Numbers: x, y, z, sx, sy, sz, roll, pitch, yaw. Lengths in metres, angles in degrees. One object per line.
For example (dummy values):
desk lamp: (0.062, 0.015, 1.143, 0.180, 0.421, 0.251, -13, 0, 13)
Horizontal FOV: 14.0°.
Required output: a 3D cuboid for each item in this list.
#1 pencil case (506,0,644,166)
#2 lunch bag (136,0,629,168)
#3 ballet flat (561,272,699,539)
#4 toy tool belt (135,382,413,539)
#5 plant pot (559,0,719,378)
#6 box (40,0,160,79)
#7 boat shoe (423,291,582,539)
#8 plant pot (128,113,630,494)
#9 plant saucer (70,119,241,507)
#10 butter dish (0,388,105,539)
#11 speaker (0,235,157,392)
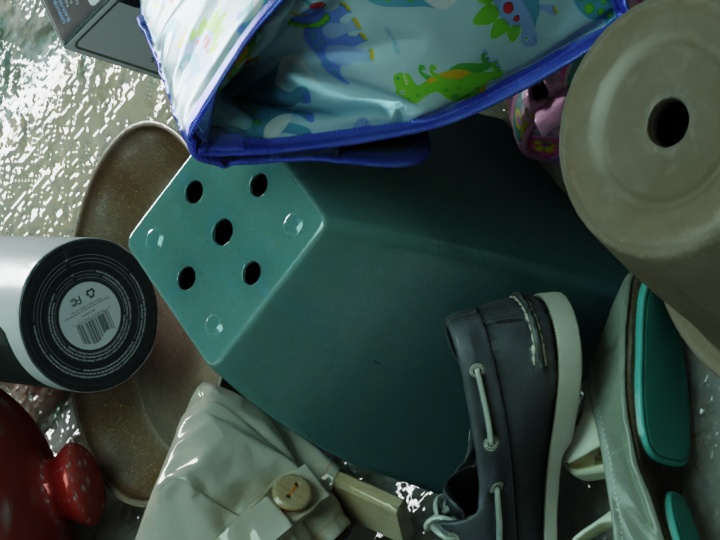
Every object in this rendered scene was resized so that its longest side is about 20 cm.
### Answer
pencil case: (0.088, -0.145, 1.422, 0.087, 0.087, 0.201, -34, 59, 29)
lunch bag: (-0.001, -0.130, 1.302, 0.199, 0.128, 0.170, -27, 27, 2)
ballet flat: (0.122, 0.100, 1.340, 0.063, 0.067, 0.201, -17, 70, 23)
toy tool belt: (-0.053, 0.154, 1.437, 0.201, 0.122, 0.125, 112, 179, -46)
plant pot: (0.177, -0.042, 1.262, 0.199, 0.174, 0.202, -10, 74, 39)
box: (-0.065, -0.188, 1.544, 0.200, 0.116, 0.060, -40, 59, 24)
boat shoe: (0.056, 0.101, 1.357, 0.073, 0.062, 0.201, -120, 32, -56)
plant pot: (0.000, 0.000, 1.384, 0.141, 0.199, 0.142, -51, 52, 18)
plant saucer: (-0.100, 0.023, 1.539, 0.200, 0.036, 0.202, -5, 85, 60)
butter dish: (-0.206, 0.132, 1.561, 0.147, 0.200, 0.201, -18, 66, 11)
speaker: (-0.184, 0.020, 1.574, 0.200, 0.081, 0.082, 3, 81, 60)
